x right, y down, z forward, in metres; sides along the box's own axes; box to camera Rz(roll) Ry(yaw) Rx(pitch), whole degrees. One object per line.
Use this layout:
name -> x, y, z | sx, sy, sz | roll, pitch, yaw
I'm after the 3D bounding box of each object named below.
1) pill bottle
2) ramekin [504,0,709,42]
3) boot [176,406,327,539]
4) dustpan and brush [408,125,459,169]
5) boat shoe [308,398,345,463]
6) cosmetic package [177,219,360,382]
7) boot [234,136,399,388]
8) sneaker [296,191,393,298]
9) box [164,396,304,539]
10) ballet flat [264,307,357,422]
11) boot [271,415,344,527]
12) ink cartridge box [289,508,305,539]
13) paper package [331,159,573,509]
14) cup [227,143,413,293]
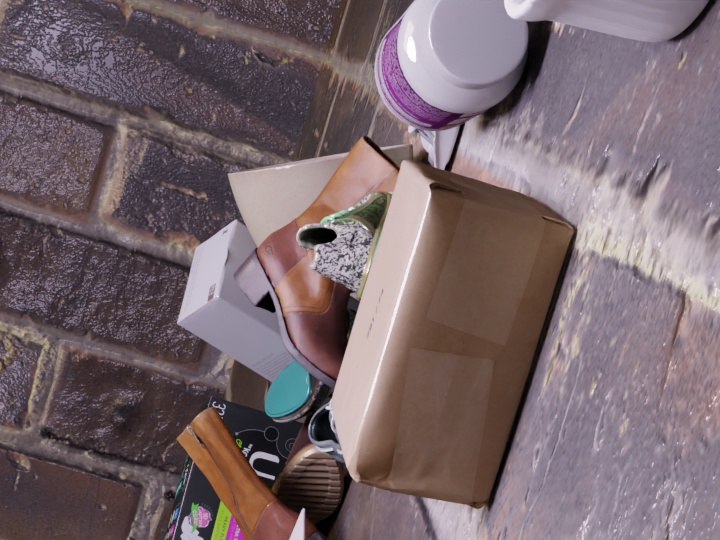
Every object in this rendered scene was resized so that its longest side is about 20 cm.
pill bottle -> 0.080, -0.184, 1.395 | 0.200, 0.111, 0.113 | 167, 119, -82
ramekin -> 0.161, -0.230, 0.948 | 0.200, 0.097, 0.202 | -164, 90, -82
boot -> -0.123, 0.245, 1.639 | 0.068, 0.200, 0.188 | -39, -8, -24
dustpan and brush -> 0.079, -0.200, 1.625 | 0.140, 0.057, 0.201 | -104, 31, -75
boat shoe -> -0.008, 0.147, 1.527 | 0.200, 0.061, 0.073 | 140, 146, -77
cosmetic package -> -0.094, 0.049, 1.809 | 0.081, 0.199, 0.113 | -34, 33, 40
boot -> 0.000, 0.000, 1.612 | 0.200, 0.189, 0.068 | -43, -25, 10
sneaker -> -0.011, -0.033, 1.450 | 0.200, 0.088, 0.077 | -100, 27, -74
box -> -0.140, 0.273, 1.902 | 0.124, 0.147, 0.201 | 126, 159, -66
ballet flat -> -0.032, 0.110, 1.732 | 0.200, 0.072, 0.072 | -48, 24, 47
boot -> -0.058, 0.202, 1.742 | 0.167, 0.072, 0.201 | -85, 10, -47
ink cartridge box -> -0.051, 0.326, 1.452 | 0.117, 0.067, 0.201 | -95, 21, -69
paper package -> 0.056, 0.037, 1.145 | 0.191, 0.103, 0.202 | -119, 45, -79
cup -> -0.031, -0.049, 1.751 | 0.200, 0.199, 0.145 | -147, 47, -82
